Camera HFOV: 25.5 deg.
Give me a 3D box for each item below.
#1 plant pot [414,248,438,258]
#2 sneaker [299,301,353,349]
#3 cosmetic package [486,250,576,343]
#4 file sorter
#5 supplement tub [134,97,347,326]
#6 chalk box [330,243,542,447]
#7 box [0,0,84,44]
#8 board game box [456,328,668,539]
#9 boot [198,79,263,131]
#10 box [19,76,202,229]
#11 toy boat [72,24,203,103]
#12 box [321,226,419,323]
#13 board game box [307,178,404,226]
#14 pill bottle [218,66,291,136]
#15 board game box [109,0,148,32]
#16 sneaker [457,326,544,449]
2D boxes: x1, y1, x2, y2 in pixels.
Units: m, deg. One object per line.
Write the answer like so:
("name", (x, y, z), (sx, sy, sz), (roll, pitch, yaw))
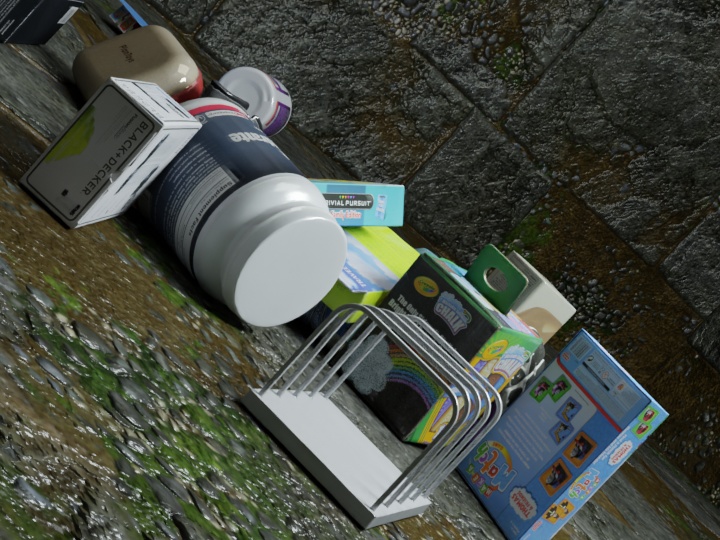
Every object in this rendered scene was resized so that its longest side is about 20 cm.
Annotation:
("plant pot", (0.065, 0.052, 1.909), (0.200, 0.135, 0.200), (42, 6, -5))
("sneaker", (-0.052, 0.011, 1.753), (0.085, 0.077, 0.200), (36, 7, -17))
("cosmetic package", (0.167, 0.083, 2.031), (0.071, 0.200, 0.105), (40, 8, -31))
("file sorter", (0.020, 0.110, 1.291), (0.139, 0.125, 0.200), (43, 7, 14))
("supplement tub", (-0.117, -0.056, 1.487), (0.200, 0.140, 0.140), (47, 8, 36))
("chalk box", (0.094, 0.068, 1.645), (0.125, 0.200, 0.124), (46, 11, 26))
("box", (-0.410, -0.331, 1.818), (0.141, 0.079, 0.200), (45, 6, -4))
("board game box", (0.201, 0.174, 1.629), (0.037, 0.200, 0.151), (39, 7, -33))
("boot", (-0.196, -0.159, 1.727), (0.070, 0.132, 0.200), (46, 7, 24))
("box", (-0.207, -0.102, 1.354), (0.060, 0.117, 0.200), (42, 7, -2))
("toy boat", (-0.250, -0.196, 1.836), (0.200, 0.130, 0.131), (-127, -162, -56))
("box", (0.000, 0.000, 1.693), (0.122, 0.048, 0.200), (41, 23, 26))
("board game box", (-0.073, -0.074, 1.684), (0.151, 0.047, 0.200), (6, 5, 38))
("pill bottle", (-0.183, -0.291, 2.797), (0.111, 0.111, 0.200), (43, 6, 7))
("board game box", (-0.349, -0.368, 2.646), (0.200, 0.039, 0.158), (50, 3, 19))
("sneaker", (0.140, 0.136, 1.754), (0.083, 0.200, 0.081), (33, 41, 18))
